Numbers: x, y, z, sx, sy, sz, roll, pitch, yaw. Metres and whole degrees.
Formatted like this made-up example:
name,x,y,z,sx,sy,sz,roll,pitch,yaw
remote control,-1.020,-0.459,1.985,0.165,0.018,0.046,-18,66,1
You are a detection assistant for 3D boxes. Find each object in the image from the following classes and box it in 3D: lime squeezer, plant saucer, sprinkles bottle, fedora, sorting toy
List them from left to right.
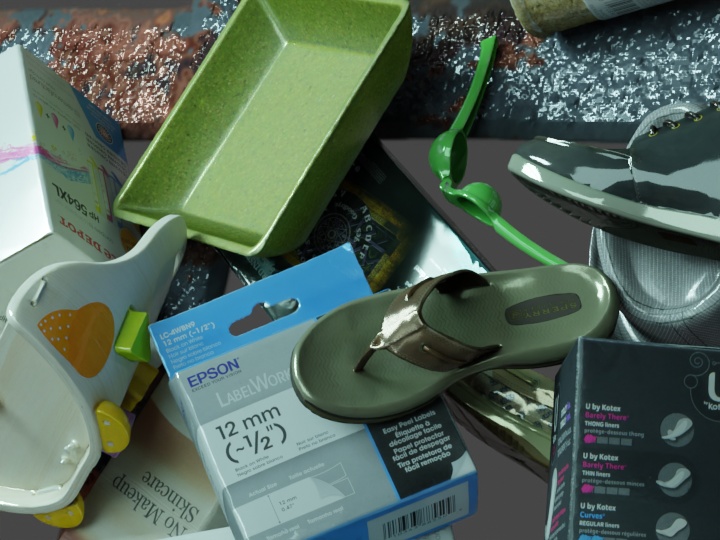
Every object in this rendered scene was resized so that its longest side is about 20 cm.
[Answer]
name,x,y,z,sx,sy,sz,roll,pitch,yaw
sorting toy,-0.172,0.051,1.710,0.180,0.107,0.200,-58,2,-41
plant saucer,-0.057,-0.095,1.785,0.199,0.048,0.200,16,71,55
lime squeezer,0.086,-0.060,1.728,0.070,0.038,0.201,-14,57,-8
sprinkles bottle,0.193,-0.205,1.692,0.199,0.068,0.069,-14,63,28
fedora,0.203,-0.030,1.595,0.176,0.090,0.201,-3,68,32

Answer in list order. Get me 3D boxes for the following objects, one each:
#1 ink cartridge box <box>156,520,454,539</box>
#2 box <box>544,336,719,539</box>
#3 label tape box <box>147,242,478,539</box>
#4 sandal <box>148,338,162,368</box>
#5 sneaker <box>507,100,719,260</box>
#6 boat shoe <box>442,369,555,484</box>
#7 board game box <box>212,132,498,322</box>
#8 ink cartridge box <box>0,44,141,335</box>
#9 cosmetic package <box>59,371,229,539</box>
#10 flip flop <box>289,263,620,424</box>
name,x,y,z,sx,sy,sz,roll,pitch,yaw
ink cartridge box,-0.033,0.228,1.593,0.199,0.084,0.147,-10,62,-2
box,0.161,0.149,1.494,0.105,0.122,0.201,5,77,-2
label tape box,-0.033,0.077,1.590,0.143,0.066,0.201,-21,64,-8
sandal,-0.206,0.120,1.819,0.202,0.050,0.082,-38,10,10
sneaker,0.190,-0.068,1.523,0.199,0.075,0.107,16,82,23
boat shoe,0.105,0.083,1.628,0.200,0.073,0.063,35,80,26
board game box,0.000,0.000,1.753,0.135,0.028,0.200,-46,53,8
ink cartridge box,-0.236,-0.027,1.845,0.125,0.128,0.201,-29,52,18
cosmetic package,-0.110,0.153,1.721,0.103,0.087,0.201,30,88,37
flip flop,0.054,0.032,1.541,0.199,0.058,0.081,-12,60,-1
